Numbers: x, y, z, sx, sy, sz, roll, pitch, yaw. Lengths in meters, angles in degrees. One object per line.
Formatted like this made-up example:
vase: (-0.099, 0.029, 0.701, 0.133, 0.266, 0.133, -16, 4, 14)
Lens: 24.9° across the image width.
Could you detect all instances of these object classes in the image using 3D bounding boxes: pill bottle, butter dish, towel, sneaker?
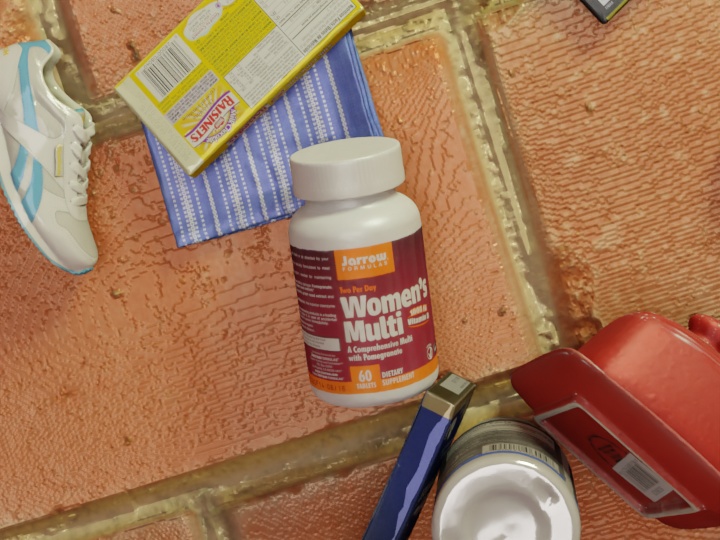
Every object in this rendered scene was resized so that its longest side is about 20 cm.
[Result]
pill bottle: (0.115, 0.182, 1.298, 0.113, 0.200, 0.115, 1, 96, 5)
butter dish: (0.245, 0.099, 1.303, 0.199, 0.200, 0.148, 42, 75, 1)
pill bottle: (0.000, 0.000, 1.320, 0.109, 0.110, 0.202, -6, 105, 6)
towel: (-0.082, -0.112, 1.372, 0.198, 0.024, 0.146, -16, 94, 7)
sneaker: (-0.259, -0.094, 1.367, 0.080, 0.077, 0.201, -20, 96, 6)

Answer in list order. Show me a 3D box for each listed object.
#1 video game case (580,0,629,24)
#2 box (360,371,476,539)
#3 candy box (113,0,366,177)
video game case: (0.194, -0.335, 1.318, 0.181, 0.026, 0.200, -44, 90, 9)
box: (0.036, 0.186, 1.345, 0.032, 0.121, 0.201, 26, 99, 9)
candy box: (-0.100, -0.182, 1.351, 0.200, 0.026, 0.102, -43, 82, 5)
